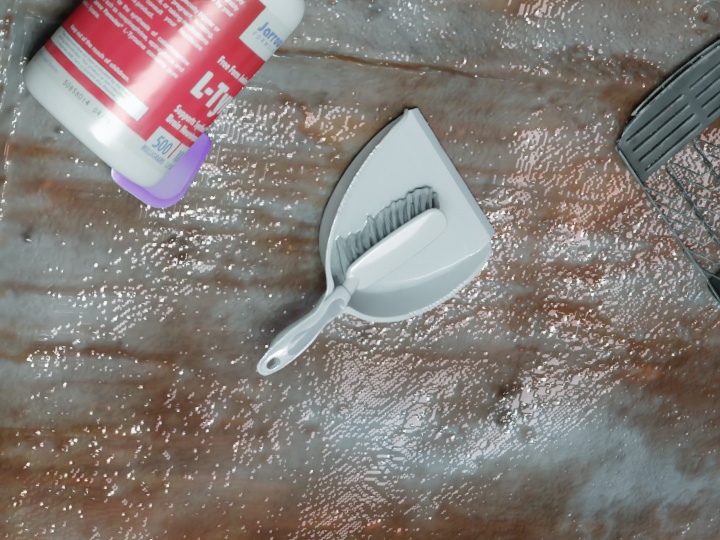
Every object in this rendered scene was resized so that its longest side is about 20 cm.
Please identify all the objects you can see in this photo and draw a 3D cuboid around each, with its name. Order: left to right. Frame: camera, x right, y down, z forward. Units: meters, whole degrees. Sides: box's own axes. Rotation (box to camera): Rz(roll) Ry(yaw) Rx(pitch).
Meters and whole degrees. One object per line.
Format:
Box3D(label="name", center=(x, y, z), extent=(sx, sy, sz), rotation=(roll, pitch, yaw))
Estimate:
Box3D(label="pill bottle", center=(-0.108, -0.159, 1.375), extent=(0.200, 0.112, 0.112), rotation=(-48, 123, 3))
Box3D(label="spatula", center=(-0.088, -0.128, 1.454), extent=(0.057, 0.021, 0.200), rotation=(37, 94, -32))
Box3D(label="dustpan and brush", center=(0.000, 0.000, 1.531), extent=(0.200, 0.057, 0.140), rotation=(-37, 123, -4))
Box3D(label="dish rack", center=(0.287, -0.073, 1.633), extent=(0.153, 0.055, 0.200), rotation=(-41, 123, -3))
